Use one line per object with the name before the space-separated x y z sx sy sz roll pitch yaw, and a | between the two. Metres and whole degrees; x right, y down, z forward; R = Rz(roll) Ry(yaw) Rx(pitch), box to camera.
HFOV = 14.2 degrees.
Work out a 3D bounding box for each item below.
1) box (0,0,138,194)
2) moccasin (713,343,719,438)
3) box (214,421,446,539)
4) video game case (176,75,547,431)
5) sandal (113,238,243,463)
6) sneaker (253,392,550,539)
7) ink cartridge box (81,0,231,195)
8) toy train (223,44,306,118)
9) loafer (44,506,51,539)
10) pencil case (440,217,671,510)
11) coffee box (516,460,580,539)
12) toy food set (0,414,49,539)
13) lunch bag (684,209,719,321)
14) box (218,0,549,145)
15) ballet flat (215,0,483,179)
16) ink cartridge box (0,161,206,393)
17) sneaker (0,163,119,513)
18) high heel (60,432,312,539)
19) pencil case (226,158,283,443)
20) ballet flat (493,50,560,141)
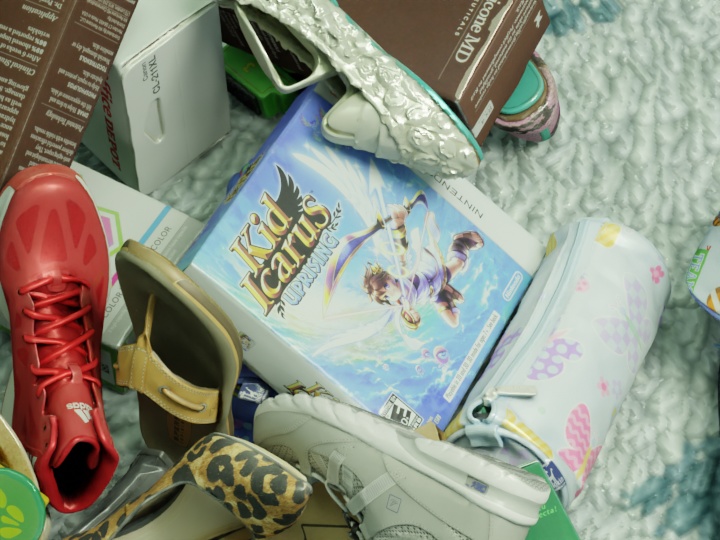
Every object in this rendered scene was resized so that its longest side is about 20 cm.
box | -0.219 -0.101 1.727 0.100 0.075 0.200 23 88 26
moccasin | 0.253 0.092 1.717 0.080 0.068 0.200 1 53 1
box | -0.020 0.197 1.627 0.200 0.021 0.164 -28 55 14
video game case | 0.000 0.000 1.728 0.181 0.045 0.200 39 48 -8
sandal | -0.113 0.063 1.661 0.080 0.200 0.054 29 56 20
sneaker | 0.008 0.122 1.591 0.200 0.075 0.082 18 87 43
ink cartridge box | -0.178 -0.164 1.850 0.083 0.146 0.200 -38 64 -21
toy train | -0.017 -0.092 1.865 0.056 0.042 0.200 -43 65 -14
loafer | -0.275 0.122 1.696 0.200 0.068 0.076 21 75 20
pencil case | 0.116 0.058 1.717 0.083 0.091 0.200 -14 32 40
coffee box | 0.122 0.218 1.604 0.044 0.123 0.200 -21 59 -10
toy food set | -0.277 0.140 1.640 0.200 0.049 0.198 34 100 3
lunch bag | 0.298 0.007 1.737 0.200 0.076 0.160 31 26 13
box | 0.006 -0.165 1.820 0.200 0.075 0.100 24 75 20
ballet flat | -0.015 -0.117 1.727 0.072 0.072 0.200 -41 86 -24
ink cartridge box | -0.203 -0.016 1.801 0.200 0.059 0.104 26 62 18
sneaker | -0.165 0.046 1.664 0.078 0.200 0.116 -11 24 -18
high heel | -0.111 0.163 1.619 0.071 0.200 0.143 48 63 -21
pencil case | -0.051 0.016 1.766 0.087 0.078 0.200 18 54 -15
ballet flat | 0.067 -0.157 1.888 0.069 0.071 0.200 -33 64 -4
